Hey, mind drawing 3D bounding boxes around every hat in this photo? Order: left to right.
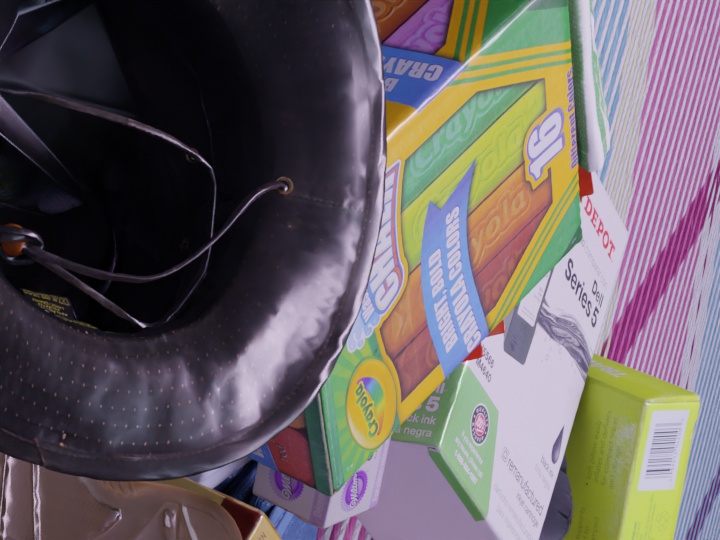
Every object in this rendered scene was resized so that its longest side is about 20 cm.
[{"bbox_3d":[-0.085,-0.035,0.883,0.081,0.200,0.202,-18,-128,61],"label":"hat"}]

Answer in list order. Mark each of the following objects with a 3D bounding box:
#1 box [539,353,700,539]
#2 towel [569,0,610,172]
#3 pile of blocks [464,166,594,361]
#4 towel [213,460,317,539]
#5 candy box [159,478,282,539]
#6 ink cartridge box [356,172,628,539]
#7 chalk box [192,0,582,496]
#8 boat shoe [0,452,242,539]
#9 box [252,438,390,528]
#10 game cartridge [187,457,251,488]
[{"bbox_3d":[0.087,0.096,1.570,0.047,0.200,0.123,1,104,-40],"label":"box"},{"bbox_3d":[0.084,-0.155,1.219,0.200,0.023,0.153,-86,169,-51],"label":"towel"},{"bbox_3d":[0.047,-0.005,1.327,0.200,0.062,0.082,-51,-168,25],"label":"pile of blocks"},{"bbox_3d":[-0.054,0.163,1.274,0.112,0.048,0.201,-57,154,-52],"label":"towel"},{"bbox_3d":[-0.056,0.174,1.148,0.117,0.056,0.200,-57,151,-18],"label":"candy box"},{"bbox_3d":[0.052,0.026,1.459,0.146,0.084,0.201,55,47,-54],"label":"ink cartridge box"},{"bbox_3d":[-0.030,-0.020,1.003,0.200,0.124,0.125,-46,144,-35],"label":"chalk box"},{"bbox_3d":[-0.112,0.082,0.936,0.200,0.065,0.073,30,59,-55],"label":"boat shoe"},{"bbox_3d":[0.000,0.000,1.154,0.041,0.039,0.201,-14,122,-53],"label":"box"},{"bbox_3d":[-0.033,-0.020,1.160,0.133,0.041,0.201,-39,140,-47],"label":"game cartridge"}]
